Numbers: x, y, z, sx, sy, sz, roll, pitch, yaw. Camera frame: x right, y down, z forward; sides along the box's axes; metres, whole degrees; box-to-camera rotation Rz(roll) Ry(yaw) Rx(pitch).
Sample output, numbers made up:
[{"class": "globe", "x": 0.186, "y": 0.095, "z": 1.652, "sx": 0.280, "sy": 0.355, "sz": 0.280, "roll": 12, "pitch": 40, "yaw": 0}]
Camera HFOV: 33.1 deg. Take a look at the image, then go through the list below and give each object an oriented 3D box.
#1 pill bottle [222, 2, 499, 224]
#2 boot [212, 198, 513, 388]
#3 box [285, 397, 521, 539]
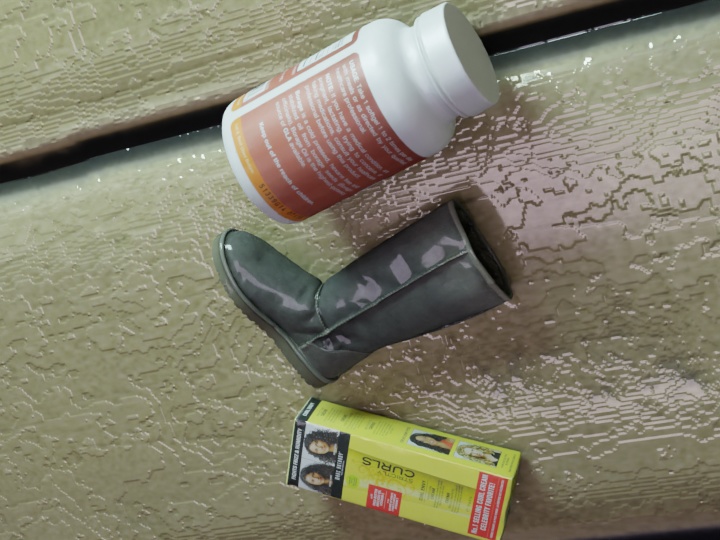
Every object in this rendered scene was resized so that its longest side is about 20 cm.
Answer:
[{"class": "pill bottle", "x": 0.001, "y": -0.123, "z": 0.940, "sx": 0.200, "sy": 0.112, "sz": 0.112, "roll": -25, "pitch": 102, "yaw": 24}, {"class": "boot", "x": 0.000, "y": -0.002, "z": 1.011, "sx": 0.200, "sy": 0.073, "sz": 0.182, "roll": -29, "pitch": 114, "yaw": 31}, {"class": "box", "x": 0.037, "y": 0.177, "z": 1.080, "sx": 0.199, "sy": 0.050, "sz": 0.075, "roll": 14, "pitch": 113, "yaw": 11}]
